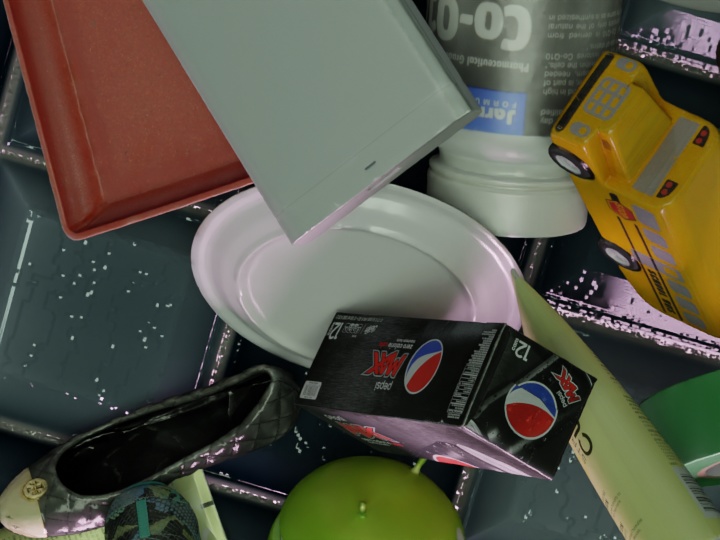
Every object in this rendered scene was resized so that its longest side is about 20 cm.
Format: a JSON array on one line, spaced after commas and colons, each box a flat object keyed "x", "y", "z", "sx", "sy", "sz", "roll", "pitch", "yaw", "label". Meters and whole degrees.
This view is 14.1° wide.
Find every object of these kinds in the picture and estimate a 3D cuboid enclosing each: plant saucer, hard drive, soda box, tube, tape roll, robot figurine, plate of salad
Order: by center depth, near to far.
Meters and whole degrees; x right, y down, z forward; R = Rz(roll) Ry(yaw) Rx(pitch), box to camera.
[{"x": -0.037, "y": -0.133, "z": 1.612, "sx": 0.132, "sy": 0.026, "sz": 0.200, "roll": -36, "pitch": 78, "yaw": 22, "label": "hard drive"}, {"x": 0.137, "y": 0.091, "z": 1.622, "sx": 0.058, "sy": 0.052, "sz": 0.200, "roll": -56, "pitch": 52, "yaw": 34, "label": "tube"}, {"x": 0.045, "y": 0.068, "z": 1.626, "sx": 0.071, "sy": 0.200, "sz": 0.063, "roll": 31, "pitch": 78, "yaw": -25, "label": "soda box"}, {"x": 0.262, "y": 0.081, "z": 1.676, "sx": 0.200, "sy": 0.200, "sz": 0.048, "roll": -13, "pitch": 79, "yaw": 5, "label": "tape roll"}, {"x": -0.105, "y": -0.138, "z": 1.678, "sx": 0.200, "sy": 0.037, "sz": 0.200, "roll": -17, "pitch": 86, "yaw": 25, "label": "plant saucer"}, {"x": 0.000, "y": 0.000, "z": 1.709, "sx": 0.200, "sy": 0.048, "sz": 0.200, "roll": 6, "pitch": 144, "yaw": 5, "label": "plate of salad"}, {"x": -0.007, "y": 0.195, "z": 1.740, "sx": 0.116, "sy": 0.175, "sz": 0.200, "roll": 30, "pitch": 126, "yaw": 16, "label": "robot figurine"}, {"x": -0.183, "y": 0.176, "z": 1.796, "sx": 0.200, "sy": 0.052, "sz": 0.058, "roll": -20, "pitch": 133, "yaw": 3, "label": "tube"}]

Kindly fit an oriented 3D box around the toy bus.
[{"x": 0.174, "y": -0.041, "z": 1.659, "sx": 0.078, "sy": 0.200, "sz": 0.065, "roll": 28, "pitch": 74, "yaw": 32, "label": "toy bus"}]

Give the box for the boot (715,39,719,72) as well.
[{"x": 0.284, "y": -0.065, "z": 1.661, "sx": 0.077, "sy": 0.155, "sz": 0.200, "roll": -33, "pitch": 99, "yaw": -1, "label": "boot"}]

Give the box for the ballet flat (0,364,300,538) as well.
[{"x": -0.131, "y": 0.104, "z": 1.761, "sx": 0.200, "sy": 0.066, "sz": 0.057, "roll": -25, "pitch": 146, "yaw": 1, "label": "ballet flat"}]

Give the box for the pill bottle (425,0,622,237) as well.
[{"x": 0.092, "y": -0.126, "z": 1.678, "sx": 0.114, "sy": 0.114, "sz": 0.200, "roll": 4, "pitch": 103, "yaw": 1, "label": "pill bottle"}]

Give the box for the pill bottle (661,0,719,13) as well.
[{"x": 0.211, "y": -0.252, "z": 1.627, "sx": 0.109, "sy": 0.109, "sz": 0.200, "roll": 11, "pitch": 81, "yaw": 0, "label": "pill bottle"}]

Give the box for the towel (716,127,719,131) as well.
[{"x": 0.256, "y": -0.025, "z": 1.654, "sx": 0.023, "sy": 0.200, "sz": 0.153, "roll": -43, "pitch": 97, "yaw": -8, "label": "towel"}]

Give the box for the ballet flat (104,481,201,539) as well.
[{"x": -0.113, "y": 0.222, "z": 1.761, "sx": 0.074, "sy": 0.074, "sz": 0.200, "roll": -14, "pitch": 123, "yaw": 5, "label": "ballet flat"}]
